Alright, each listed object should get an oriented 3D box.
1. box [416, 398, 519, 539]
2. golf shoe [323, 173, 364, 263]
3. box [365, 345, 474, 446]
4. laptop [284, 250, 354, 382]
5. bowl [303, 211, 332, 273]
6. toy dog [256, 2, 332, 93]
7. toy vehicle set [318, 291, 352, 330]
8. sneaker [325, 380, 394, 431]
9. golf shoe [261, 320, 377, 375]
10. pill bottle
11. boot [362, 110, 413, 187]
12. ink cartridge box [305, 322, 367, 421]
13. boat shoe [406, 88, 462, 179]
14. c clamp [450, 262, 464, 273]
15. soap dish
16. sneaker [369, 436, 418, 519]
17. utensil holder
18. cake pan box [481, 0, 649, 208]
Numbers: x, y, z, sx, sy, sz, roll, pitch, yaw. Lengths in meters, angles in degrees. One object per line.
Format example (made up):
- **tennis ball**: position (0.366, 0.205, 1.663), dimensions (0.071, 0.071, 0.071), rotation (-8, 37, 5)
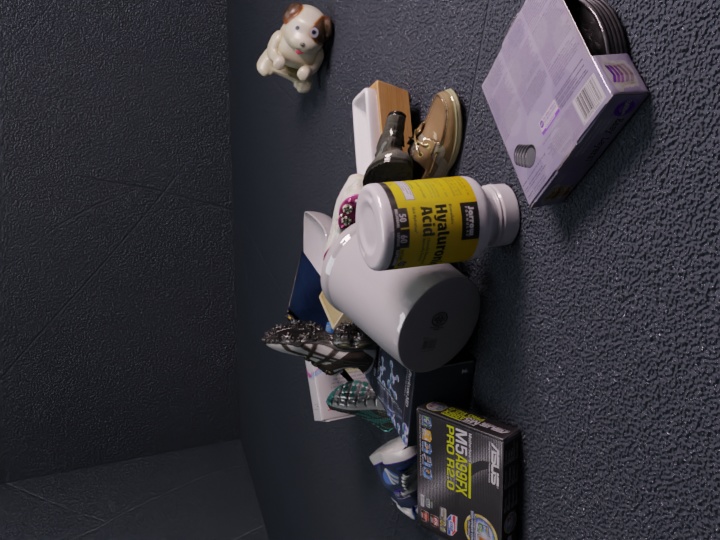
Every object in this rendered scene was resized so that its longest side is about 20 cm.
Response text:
- **box**: position (0.155, 0.307, 1.075), dimensions (0.159, 0.044, 0.203), rotation (14, 111, 45)
- **golf shoe**: position (-0.017, -0.074, 1.240), dimensions (0.201, 0.074, 0.092), rotation (113, 162, -45)
- **box**: position (0.091, 0.163, 1.215), dimensions (0.200, 0.106, 0.150), rotation (-127, 36, -56)
- **laptop**: position (-0.057, 0.099, 1.411), dimensions (0.199, 0.116, 0.188), rotation (38, 170, 32)
- **bowl**: position (-0.072, -0.028, 1.700), dimensions (0.200, 0.074, 0.203), rotation (-134, 42, -62)
- **toy dog**: position (-0.129, -0.517, 1.653), dimensions (0.196, 0.139, 0.200), rotation (-62, 12, -12)
- **toy vehicle set**: position (0.000, 0.000, 1.292), dimensions (0.201, 0.026, 0.125), rotation (-56, 26, 15)
- **sneaker**: position (0.031, 0.258, 1.345), dimensions (0.078, 0.197, 0.092), rotation (-54, -43, -55)
- **golf shoe**: position (-0.070, 0.138, 1.236), dimensions (0.078, 0.197, 0.096), rotation (-61, -30, -63)
- **pill bottle**: position (0.101, -0.065, 0.955), dimensions (0.111, 0.197, 0.113), rotation (173, 90, -72)
- **boot**: position (0.042, -0.175, 1.068), dimensions (0.200, 0.067, 0.133), rotation (114, 164, -79)
- **ink cartridge box**: position (-0.040, 0.212, 1.571), dimensions (0.085, 0.143, 0.203), rotation (145, 117, -69)
- **boat shoe**: position (0.104, -0.180, 1.118), dimensions (0.074, 0.065, 0.202), rotation (-115, 26, -44)
- **c clamp**: position (0.100, -0.065, 1.144), dimensions (0.172, 0.027, 0.200), rotation (54, 169, -13)
- **soap dish**: position (0.041, -0.209, 1.252), dimensions (0.157, 0.080, 0.203), rotation (-161, 65, -80)
- **sneaker**: position (0.096, 0.376, 1.320), dimensions (0.147, 0.080, 0.200), rotation (56, 155, 6)
- **utensil holder**: position (0.061, 0.034, 1.116), dimensions (0.200, 0.168, 0.172), rotation (37, 133, 45)
- **cake pan box**: position (0.213, -0.201, 0.806), dimensions (0.201, 0.052, 0.186), rotation (113, 144, -57)
